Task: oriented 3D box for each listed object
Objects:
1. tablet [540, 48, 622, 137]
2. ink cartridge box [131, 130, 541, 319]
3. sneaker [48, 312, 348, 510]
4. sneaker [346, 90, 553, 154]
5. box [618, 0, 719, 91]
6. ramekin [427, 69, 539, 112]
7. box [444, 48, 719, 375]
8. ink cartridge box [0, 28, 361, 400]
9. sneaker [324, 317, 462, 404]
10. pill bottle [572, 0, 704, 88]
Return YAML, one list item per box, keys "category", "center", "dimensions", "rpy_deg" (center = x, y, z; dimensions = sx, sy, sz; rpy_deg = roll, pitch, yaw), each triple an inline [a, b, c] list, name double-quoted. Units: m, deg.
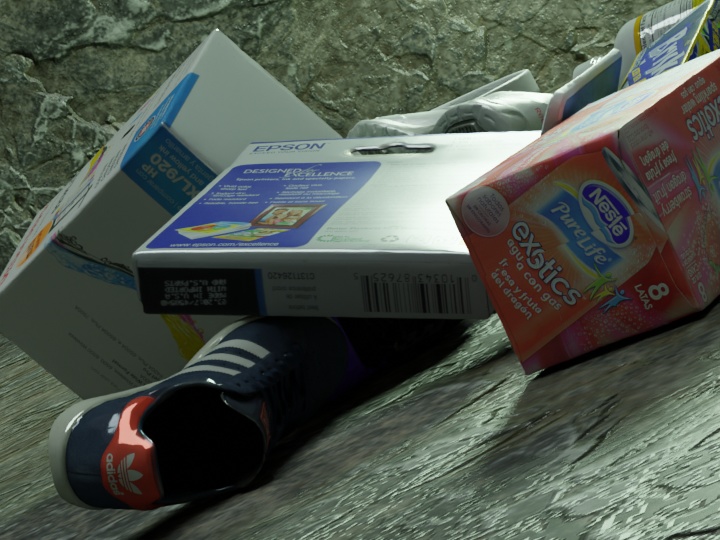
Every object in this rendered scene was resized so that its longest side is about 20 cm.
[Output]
- category: "tablet"
  center: [0.118, -0.051, 1.330]
  dimensions: [0.014, 0.131, 0.200]
  rpy_deg: [11, 15, 12]
- category: "ink cartridge box"
  center: [-0.001, -0.027, 1.315]
  dimensions: [0.197, 0.047, 0.200]
  rpy_deg: [-1, 19, 18]
- category: "sneaker"
  center: [-0.061, 0.075, 1.207]
  dimensions: [0.084, 0.075, 0.200]
  rpy_deg: [2, 22, 44]
- category: "sneaker"
  center: [0.071, -0.083, 1.631]
  dimensions: [0.099, 0.078, 0.200]
  rpy_deg: [-21, 10, -37]
- category: "box"
  center: [0.186, -0.087, 1.361]
  dimensions: [0.070, 0.064, 0.200]
  rpy_deg: [-38, 10, 30]
- category: "ramekin"
  center: [0.063, -0.068, 1.828]
  dimensions: [0.200, 0.105, 0.200]
  rpy_deg: [-26, 4, 2]
- category: "box"
  center: [0.139, -0.036, 1.154]
  dimensions: [0.102, 0.095, 0.200]
  rpy_deg: [-22, 6, 30]
- category: "ink cartridge box"
  center: [-0.118, -0.020, 1.517]
  dimensions: [0.200, 0.145, 0.147]
  rpy_deg: [-43, 14, 29]
- category: "sneaker"
  center: [0.013, 0.019, 1.360]
  dimensions: [0.099, 0.070, 0.200]
  rpy_deg: [-20, 8, 31]
- category: "pill bottle"
  center: [0.268, -0.163, 1.812]
  dimensions: [0.200, 0.104, 0.104]
  rpy_deg: [-23, 5, 27]
